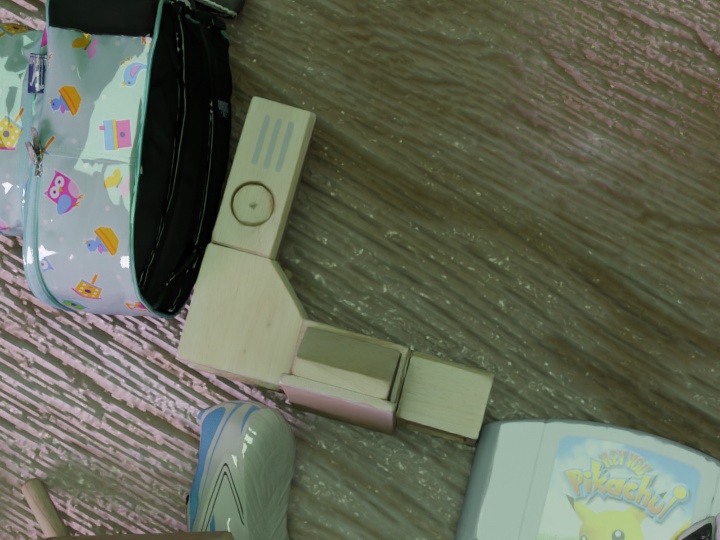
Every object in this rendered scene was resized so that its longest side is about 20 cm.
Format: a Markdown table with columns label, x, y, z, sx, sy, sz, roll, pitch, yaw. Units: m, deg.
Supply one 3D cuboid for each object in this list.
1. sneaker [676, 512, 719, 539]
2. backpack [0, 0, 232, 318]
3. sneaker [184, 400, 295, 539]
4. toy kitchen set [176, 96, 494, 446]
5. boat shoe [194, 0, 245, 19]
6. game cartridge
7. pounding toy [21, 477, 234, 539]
| label | x | y | z | sx | sy | sz | roll | pitch | yaw |
| --- | --- | --- | --- | --- | --- | --- | --- | --- | --- |
| sneaker | 0.290 | 0.193 | 1.258 | 0.198 | 0.081 | 0.076 | 1 | 56 | 25 |
| backpack | -0.164 | -0.069 | 1.319 | 0.152 | 0.176 | 0.202 | -2 | 87 | 9 |
| sneaker | -0.083 | 0.185 | 1.331 | 0.072 | 0.071 | 0.202 | 4 | 88 | 46 |
| toy kitchen set | 0.000 | 0.000 | 1.295 | 0.198 | 0.163 | 0.182 | 15 | 83 | 3 |
| boat shoe | -0.170 | -0.199 | 1.396 | 0.199 | 0.072 | 0.061 | 18 | 83 | 14 |
| game cartridge | 0.163 | 0.169 | 1.327 | 0.198 | 0.040 | 0.135 | 13 | 77 | 6 |
| pounding toy | -0.159 | 0.234 | 1.272 | 0.198 | 0.142 | 0.186 | -6 | 99 | 34 |
